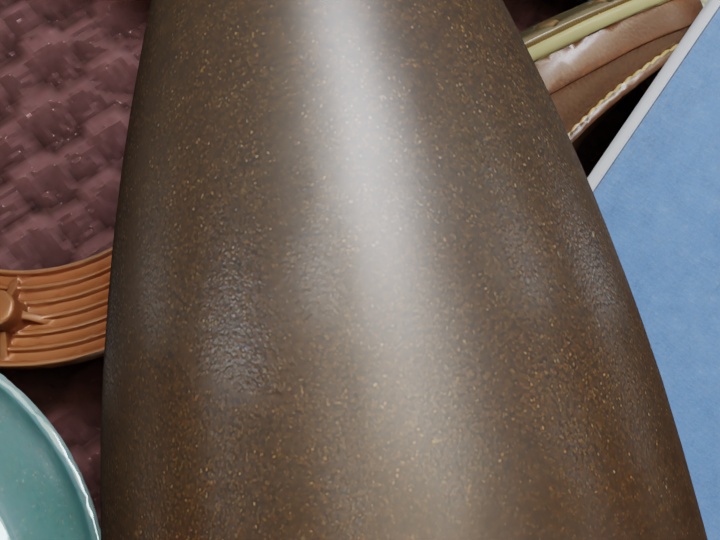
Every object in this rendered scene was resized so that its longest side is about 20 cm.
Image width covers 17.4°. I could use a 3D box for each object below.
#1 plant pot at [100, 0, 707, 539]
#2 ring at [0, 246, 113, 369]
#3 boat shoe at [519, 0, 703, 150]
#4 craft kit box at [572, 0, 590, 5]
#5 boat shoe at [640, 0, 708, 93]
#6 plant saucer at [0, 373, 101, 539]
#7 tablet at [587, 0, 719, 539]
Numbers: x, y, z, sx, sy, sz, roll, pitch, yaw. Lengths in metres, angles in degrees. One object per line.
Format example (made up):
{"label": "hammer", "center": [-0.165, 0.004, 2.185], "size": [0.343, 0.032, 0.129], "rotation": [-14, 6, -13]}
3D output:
{"label": "plant pot", "center": [0.000, 0.000, 0.716], "size": [0.187, 0.187, 0.200], "rotation": [-9, 93, -10]}
{"label": "ring", "center": [-0.110, -0.063, 0.818], "size": [0.200, 0.019, 0.201], "rotation": [-5, 70, 14]}
{"label": "boat shoe", "center": [0.039, -0.033, 0.824], "size": [0.200, 0.072, 0.068], "rotation": [-33, 93, 0]}
{"label": "craft kit box", "center": [0.072, -0.227, 0.891], "size": [0.200, 0.049, 0.198], "rotation": [36, 95, 8]}
{"label": "boat shoe", "center": [0.153, -0.013, 0.839], "size": [0.065, 0.072, 0.200], "rotation": [-32, 80, -19]}
{"label": "plant saucer", "center": [-0.182, 0.111, 0.765], "size": [0.200, 0.036, 0.200], "rotation": [3, 67, -6]}
{"label": "tablet", "center": [0.127, 0.009, 0.800], "size": [0.130, 0.014, 0.200], "rotation": [34, 98, 1]}
